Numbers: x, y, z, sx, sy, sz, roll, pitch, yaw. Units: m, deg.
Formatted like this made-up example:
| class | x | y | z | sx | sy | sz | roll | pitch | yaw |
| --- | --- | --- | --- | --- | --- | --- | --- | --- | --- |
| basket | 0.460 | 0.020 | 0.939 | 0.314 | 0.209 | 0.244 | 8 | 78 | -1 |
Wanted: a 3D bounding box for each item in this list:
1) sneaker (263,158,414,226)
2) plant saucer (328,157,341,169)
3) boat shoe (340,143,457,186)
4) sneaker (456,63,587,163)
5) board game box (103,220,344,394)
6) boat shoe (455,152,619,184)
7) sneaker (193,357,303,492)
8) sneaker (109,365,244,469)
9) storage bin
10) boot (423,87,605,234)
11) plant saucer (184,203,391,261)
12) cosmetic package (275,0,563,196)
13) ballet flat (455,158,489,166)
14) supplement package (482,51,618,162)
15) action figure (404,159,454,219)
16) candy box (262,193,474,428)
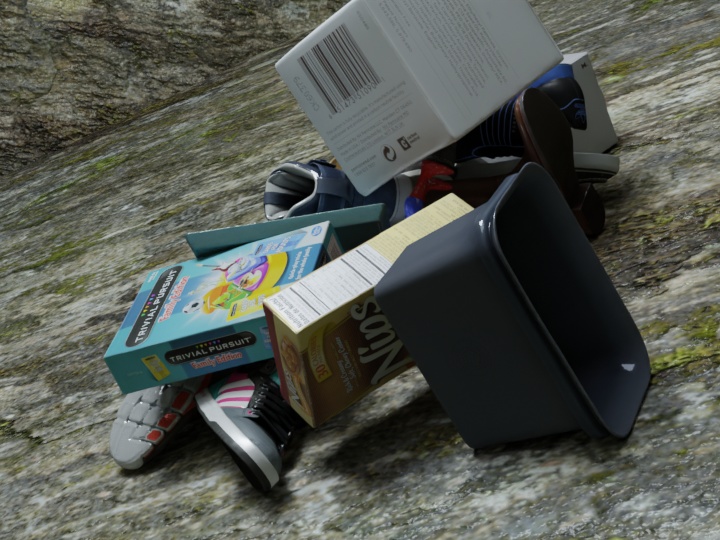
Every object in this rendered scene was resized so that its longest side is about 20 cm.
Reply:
| class | x | y | z | sx | sy | sz | roll | pitch | yaw |
| --- | --- | --- | --- | --- | --- | --- | --- | --- | --- |
| sneaker | -0.047 | -0.065 | 1.430 | 0.146 | 0.077 | 0.202 | 1 | -16 | -22 |
| plant saucer | 0.013 | -0.087 | 1.588 | 0.200 | 0.035 | 0.200 | -26 | 40 | 25 |
| boat shoe | 0.039 | -0.115 | 1.487 | 0.200 | 0.067 | 0.057 | -5 | 64 | 51 |
| sneaker | 0.166 | -0.152 | 1.446 | 0.070 | 0.078 | 0.200 | -1 | -21 | -41 |
| board game box | -0.123 | 0.033 | 1.217 | 0.200 | 0.047 | 0.151 | -15 | 28 | 18 |
| boat shoe | 0.188 | -0.090 | 1.434 | 0.200 | 0.064 | 0.071 | -6 | -7 | 26 |
| sneaker | -0.072 | 0.120 | 1.157 | 0.121 | 0.084 | 0.200 | -36 | 19 | -7 |
| sneaker | -0.162 | 0.122 | 1.285 | 0.077 | 0.082 | 0.200 | 25 | 70 | 41 |
| storage bin | 0.114 | 0.035 | 1.006 | 0.134 | 0.200 | 0.146 | -21 | 18 | 34 |
| boot | 0.130 | -0.096 | 1.348 | 0.200 | 0.187 | 0.064 | -3 | 38 | 39 |
| plant saucer | -0.069 | -0.029 | 1.291 | 0.200 | 0.070 | 0.019 | -9 | 64 | 4 |
| cosmetic package | 0.060 | -0.210 | 1.316 | 0.200 | 0.165 | 0.165 | -38 | 7 | -37 |
| ballet flat | 0.121 | -0.108 | 1.555 | 0.069 | 0.070 | 0.200 | -31 | 20 | -21 |
| supplement package | 0.189 | -0.181 | 1.591 | 0.120 | 0.121 | 0.200 | -34 | 21 | -30 |
| action figure | 0.067 | -0.001 | 1.296 | 0.099 | 0.065 | 0.200 | 22 | 74 | 11 |
| candy box | 0.020 | 0.032 | 1.098 | 0.200 | 0.116 | 0.055 | -31 | 46 | -23 |
